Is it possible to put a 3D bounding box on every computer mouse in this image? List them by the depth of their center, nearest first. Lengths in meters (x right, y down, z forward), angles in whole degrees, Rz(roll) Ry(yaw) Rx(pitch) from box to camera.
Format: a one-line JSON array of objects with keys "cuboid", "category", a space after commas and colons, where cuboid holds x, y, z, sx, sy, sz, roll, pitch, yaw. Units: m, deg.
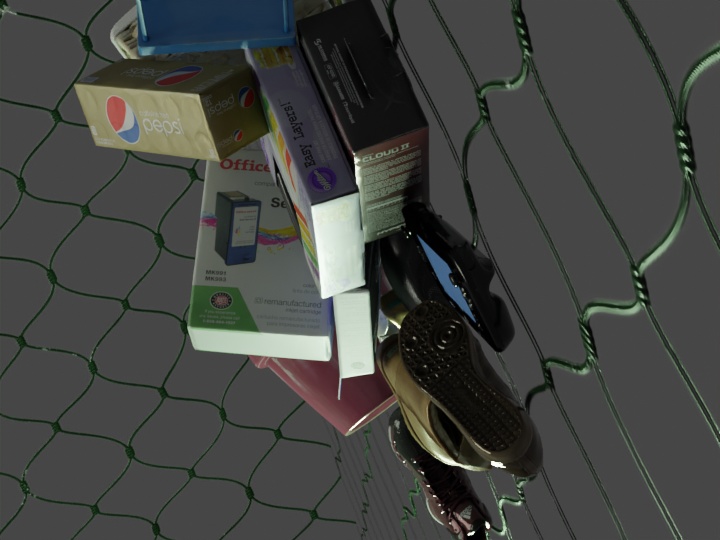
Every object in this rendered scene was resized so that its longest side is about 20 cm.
[{"cuboid": [0.061, 0.025, 1.624, 0.138, 0.053, 0.200, -177, 67, -84], "category": "computer mouse"}]

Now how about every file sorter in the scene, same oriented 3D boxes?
[{"cuboid": [-0.134, -0.308, 1.448, 0.123, 0.139, 0.200, 90, 176, -62], "category": "file sorter"}]

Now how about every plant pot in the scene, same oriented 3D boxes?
[{"cuboid": [-0.021, 0.088, 1.964, 0.179, 0.200, 0.200, 52, 170, 9], "category": "plant pot"}]

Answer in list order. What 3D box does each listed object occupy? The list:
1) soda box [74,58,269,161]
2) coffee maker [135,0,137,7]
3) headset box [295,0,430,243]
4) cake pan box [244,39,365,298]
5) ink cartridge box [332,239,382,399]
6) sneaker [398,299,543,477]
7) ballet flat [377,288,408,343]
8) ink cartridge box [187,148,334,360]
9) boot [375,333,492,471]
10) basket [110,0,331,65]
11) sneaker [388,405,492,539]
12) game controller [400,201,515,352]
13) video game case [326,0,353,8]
[{"cuboid": [-0.176, -0.150, 1.521, 0.200, 0.064, 0.068, 11, 126, 47], "category": "soda box"}, {"cuboid": [-0.156, -0.275, 1.883, 0.200, 0.192, 0.135, -177, 83, -81], "category": "coffee maker"}, {"cuboid": [0.004, -0.139, 1.499, 0.200, 0.075, 0.149, 85, 164, -65], "category": "headset box"}, {"cuboid": [-0.049, -0.094, 1.514, 0.200, 0.052, 0.184, 86, 165, -65], "category": "cake pan box"}, {"cuboid": [0.000, 0.000, 1.698, 0.200, 0.043, 0.198, 90, -176, -54], "category": "ink cartridge box"}, {"cuboid": [0.098, 0.112, 1.488, 0.076, 0.070, 0.200, 51, -175, -48], "category": "sneaker"}, {"cuboid": [0.044, 0.059, 1.812, 0.200, 0.063, 0.069, 85, 161, -67], "category": "ballet flat"}, {"cuboid": [-0.093, -0.019, 1.697, 0.088, 0.145, 0.200, 88, -173, -70], "category": "ink cartridge box"}, {"cuboid": [0.089, 0.157, 1.640, 0.175, 0.066, 0.200, 51, 177, -21], "category": "boot"}, {"cuboid": [-0.126, -0.234, 1.657, 0.136, 0.200, 0.123, 51, -179, -41], "category": "basket"}, {"cuboid": [0.105, 0.242, 1.890, 0.200, 0.076, 0.116, 62, 174, -35], "category": "sneaker"}, {"cuboid": [0.083, 0.004, 1.443, 0.200, 0.042, 0.104, -128, 19, -70], "category": "game controller"}, {"cuboid": [-0.047, -0.339, 1.543, 0.200, 0.022, 0.182, -119, 11, -46], "category": "video game case"}]
